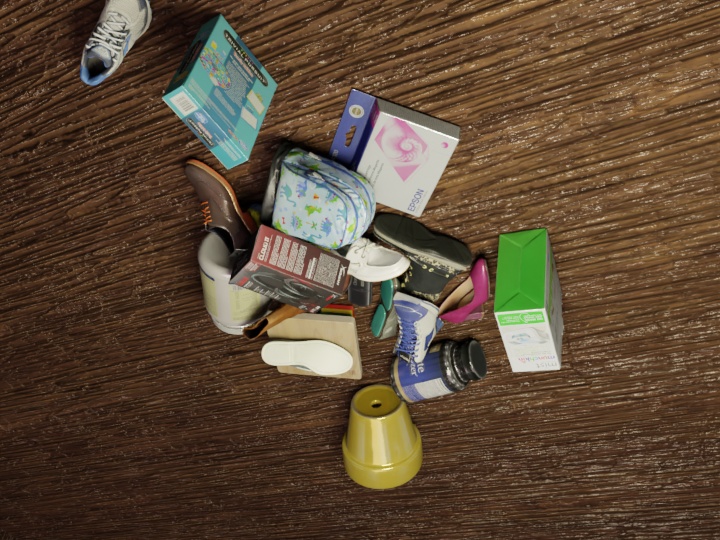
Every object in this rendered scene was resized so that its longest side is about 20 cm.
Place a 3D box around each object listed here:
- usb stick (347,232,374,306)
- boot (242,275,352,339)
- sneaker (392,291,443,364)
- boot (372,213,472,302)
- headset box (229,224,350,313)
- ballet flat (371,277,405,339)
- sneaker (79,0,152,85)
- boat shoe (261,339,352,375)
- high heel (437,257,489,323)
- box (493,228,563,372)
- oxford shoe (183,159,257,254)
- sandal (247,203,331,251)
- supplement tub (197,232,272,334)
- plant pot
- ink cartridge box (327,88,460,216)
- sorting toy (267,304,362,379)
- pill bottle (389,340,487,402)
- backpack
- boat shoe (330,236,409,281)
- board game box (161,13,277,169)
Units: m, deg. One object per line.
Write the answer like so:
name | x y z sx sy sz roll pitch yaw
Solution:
usb stick | 0.000 0.000 1.627 0.055 0.033 0.201 15 139 12
boot | -0.127 0.055 1.599 0.188 0.199 0.069 -27 90 43
sneaker | 0.111 0.128 1.624 0.080 0.116 0.199 18 165 24
boot | 0.098 -0.018 1.556 0.202 0.074 0.154 22 140 -8
headset box | -0.140 -0.002 1.460 0.199 0.078 0.149 21 156 -19
ballet flat | 0.069 0.071 1.675 0.063 0.068 0.201 -8 142 -19
sneaker | -0.399 -0.372 1.284 0.077 0.086 0.200 28 135 -17
boat shoe | -0.115 0.184 1.742 0.198 0.073 0.062 6 -179 -3
high heel | 0.205 0.044 1.594 0.095 0.068 0.201 -2 140 0
box | 0.319 0.056 1.486 0.096 0.201 0.177 -6 136 20
oxford shoe | -0.274 -0.119 1.506 0.200 0.073 0.071 52 147 -13
sandal | -0.128 -0.082 1.536 0.199 0.087 0.080 25 147 18
supplement tub | -0.252 0.021 1.625 0.144 0.146 0.201 9 138 4
plant pot | 0.047 0.388 1.925 0.199 0.201 0.190 0 121 13
ink cartridge box | 0.048 -0.200 1.395 0.198 0.044 0.197 17 138 -7
sorting toy | -0.097 0.149 1.781 0.197 0.070 0.201 4 137 10
pill bottle | 0.173 0.219 1.761 0.199 0.112 0.112 -20 129 30
backpack | -0.073 -0.120 1.411 0.198 0.154 0.164 17 115 -1
boat shoe | 0.001 -0.029 1.508 0.199 0.071 0.070 6 129 38
board game box | -0.214 -0.282 1.250 0.047 0.201 0.151 -19 129 30
